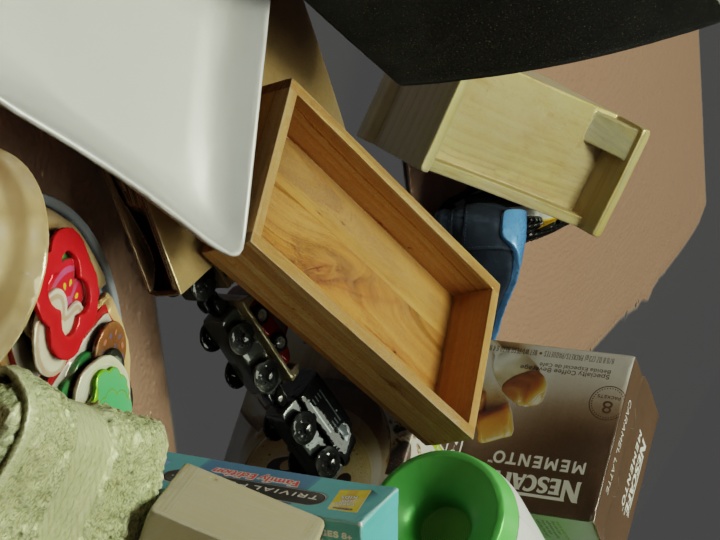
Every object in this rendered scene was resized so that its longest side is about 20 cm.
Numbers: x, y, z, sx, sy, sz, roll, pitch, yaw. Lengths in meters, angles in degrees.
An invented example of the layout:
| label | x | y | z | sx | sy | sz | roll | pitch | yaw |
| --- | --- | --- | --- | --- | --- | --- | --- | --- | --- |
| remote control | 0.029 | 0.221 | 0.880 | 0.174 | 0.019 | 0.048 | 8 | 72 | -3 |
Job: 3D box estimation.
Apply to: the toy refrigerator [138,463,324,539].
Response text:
| label | x | y | z | sx | sy | sz | roll | pitch | yaw |
| --- | --- | --- | --- | --- | --- | --- | --- | --- | --- |
| toy refrigerator | -0.087 | 0.201 | 0.951 | 0.070 | 0.075 | 0.201 | -54 | 163 | -72 |

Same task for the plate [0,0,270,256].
| label | x | y | z | sx | sy | sz | roll | pitch | yaw |
| --- | --- | --- | --- | --- | --- | --- | --- | --- | --- |
| plate | -0.109 | -0.129 | 0.902 | 0.199 | 0.032 | 0.202 | 36 | 51 | -52 |

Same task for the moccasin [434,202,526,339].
| label | x | y | z | sx | sy | sz | roll | pitch | yaw |
| --- | --- | --- | --- | --- | --- | --- | --- | --- | --- |
| moccasin | 0.062 | 0.013 | 1.331 | 0.201 | 0.068 | 0.081 | 103 | -4 | -51 |

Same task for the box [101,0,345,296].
| label | x | y | z | sx | sy | sz | roll | pitch | yaw |
| --- | --- | --- | --- | --- | --- | --- | --- | --- | --- |
| box | -0.077 | -0.101 | 1.004 | 0.200 | 0.021 | 0.165 | -46 | 123 | -55 |

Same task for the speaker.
| label | x | y | z | sx | sy | sz | roll | pitch | yaw |
| --- | --- | --- | --- | --- | --- | --- | --- | --- | --- |
| speaker | 0.067 | 0.173 | 1.082 | 0.200 | 0.088 | 0.089 | 59 | 43 | -55 |

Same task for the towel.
| label | x | y | z | sx | sy | sz | roll | pitch | yaw |
| --- | --- | --- | --- | --- | --- | --- | --- | --- | --- |
| towel | -0.154 | 0.146 | 0.860 | 0.148 | 0.036 | 0.201 | 31 | 81 | -62 |

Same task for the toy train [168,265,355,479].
| label | x | y | z | sx | sy | sz | roll | pitch | yaw |
| --- | --- | --- | --- | --- | --- | --- | --- | --- | --- |
| toy train | -0.058 | 0.032 | 1.046 | 0.046 | 0.034 | 0.201 | -51 | 124 | -29 |

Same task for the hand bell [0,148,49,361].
| label | x | y | z | sx | sy | sz | roll | pitch | yaw |
| --- | --- | --- | --- | --- | --- | --- | --- | --- | --- |
| hand bell | -0.215 | -0.027 | 0.704 | 0.200 | 0.103 | 0.105 | 27 | 71 | -52 |

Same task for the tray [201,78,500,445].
| label | x | y | z | sx | sy | sz | roll | pitch | yaw |
| --- | --- | --- | --- | --- | --- | --- | --- | --- | --- |
| tray | 0.000 | 0.000 | 1.039 | 0.200 | 0.037 | 0.099 | 42 | 49 | -39 |

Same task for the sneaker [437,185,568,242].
| label | x | y | z | sx | sy | sz | roll | pitch | yaw |
| --- | --- | --- | --- | --- | --- | --- | --- | --- | --- |
| sneaker | 0.102 | -0.067 | 1.439 | 0.200 | 0.070 | 0.091 | -11 | 76 | -57 |

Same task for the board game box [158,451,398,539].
| label | x | y | z | sx | sy | sz | roll | pitch | yaw |
| --- | --- | --- | --- | --- | --- | --- | --- | --- | --- |
| board game box | -0.055 | 0.201 | 1.015 | 0.047 | 0.150 | 0.202 | -34 | 126 | -59 |

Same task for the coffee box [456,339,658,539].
| label | x | y | z | sx | sy | sz | roll | pitch | yaw |
| --- | --- | --- | --- | --- | --- | --- | --- | --- | --- |
| coffee box | 0.069 | 0.107 | 1.215 | 0.080 | 0.198 | 0.115 | 61 | 42 | -53 |

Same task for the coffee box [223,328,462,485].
| label | x | y | z | sx | sy | sz | roll | pitch | yaw |
| --- | --- | --- | --- | --- | --- | --- | --- | --- | --- |
| coffee box | -0.019 | 0.135 | 1.131 | 0.080 | 0.112 | 0.201 | 58 | 44 | -55 |

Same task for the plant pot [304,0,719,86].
| label | x | y | z | sx | sy | sz | roll | pitch | yaw |
| --- | --- | --- | --- | --- | --- | --- | --- | --- | --- |
| plant pot | 0.051 | -0.209 | 1.008 | 0.200 | 0.176 | 0.201 | 34 | 37 | -52 |

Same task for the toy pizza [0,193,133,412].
| label | x | y | z | sx | sy | sz | roll | pitch | yaw |
| --- | --- | --- | --- | --- | --- | --- | --- | --- | --- |
| toy pizza | -0.152 | 0.065 | 0.905 | 0.200 | 0.031 | 0.202 | 6 | 90 | -67 |

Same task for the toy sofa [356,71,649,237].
| label | x | y | z | sx | sy | sz | roll | pitch | yaw |
| --- | --- | --- | --- | --- | --- | --- | --- | --- | --- |
| toy sofa | 0.087 | -0.095 | 1.305 | 0.199 | 0.097 | 0.083 | 17 | 102 | -45 |
